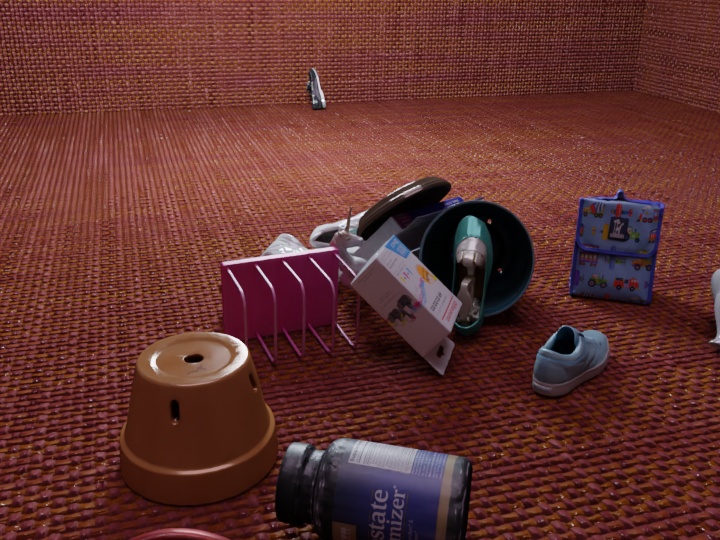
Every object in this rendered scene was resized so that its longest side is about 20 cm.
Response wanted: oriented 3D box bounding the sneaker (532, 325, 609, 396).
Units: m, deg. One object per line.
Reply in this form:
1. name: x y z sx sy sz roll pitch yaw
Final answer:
1. sneaker: 0.330 0.118 1.153 0.073 0.083 0.199 18 28 33

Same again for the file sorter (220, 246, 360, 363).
1. file sorter: -0.109 0.062 1.203 0.197 0.141 0.125 -9 27 -22

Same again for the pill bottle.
1. pill bottle: 0.015 0.241 0.806 0.197 0.113 0.112 6 23 13

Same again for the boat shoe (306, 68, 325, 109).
1. boat shoe: -0.195 -0.755 3.156 0.059 0.074 0.202 -14 69 -7

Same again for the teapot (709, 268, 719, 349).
1. teapot: 0.692 0.053 1.253 0.199 0.148 0.196 -23 -19 39

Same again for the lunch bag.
1. lunch bag: 0.477 -0.053 1.417 0.148 0.203 0.094 7 22 15

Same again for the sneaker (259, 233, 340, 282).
1. sneaker: -0.118 -0.002 1.470 0.199 0.076 0.099 22 49 40

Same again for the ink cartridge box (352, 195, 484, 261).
1. ink cartridge box: 0.108 -0.086 1.436 0.195 0.200 0.044 -19 74 -41

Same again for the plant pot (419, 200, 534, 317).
1. plant pot: 0.215 -0.031 1.387 0.197 0.203 0.188 5 8 10

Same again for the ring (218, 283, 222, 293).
1. ring: -0.152 0.011 1.334 0.197 0.020 0.201 -11 -10 -2

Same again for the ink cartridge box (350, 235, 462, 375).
1. ink cartridge box: 0.089 0.052 1.177 0.200 0.068 0.115 45 27 -3

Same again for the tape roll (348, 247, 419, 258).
1. tape roll: 0.047 -0.022 1.541 0.200 0.038 0.203 0 22 0

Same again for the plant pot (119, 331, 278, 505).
1. plant pot: -0.201 0.168 0.938 0.197 0.142 0.201 1 21 0

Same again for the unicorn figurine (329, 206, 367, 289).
1. unicorn figurine: 0.000 0.000 1.318 0.137 0.200 0.074 34 62 2

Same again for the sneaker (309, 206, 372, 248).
1. sneaker: -0.005 -0.077 1.490 0.197 0.076 0.088 -18 2 6

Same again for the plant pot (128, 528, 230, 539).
1. plant pot: -0.138 0.308 0.540 0.197 0.204 0.183 0 13 -3

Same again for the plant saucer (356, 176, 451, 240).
1. plant saucer: 0.075 -0.116 1.390 0.198 0.030 0.200 -29 -9 -5

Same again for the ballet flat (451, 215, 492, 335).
1. ballet flat: 0.183 0.008 1.254 0.066 0.203 0.070 3 0 13
